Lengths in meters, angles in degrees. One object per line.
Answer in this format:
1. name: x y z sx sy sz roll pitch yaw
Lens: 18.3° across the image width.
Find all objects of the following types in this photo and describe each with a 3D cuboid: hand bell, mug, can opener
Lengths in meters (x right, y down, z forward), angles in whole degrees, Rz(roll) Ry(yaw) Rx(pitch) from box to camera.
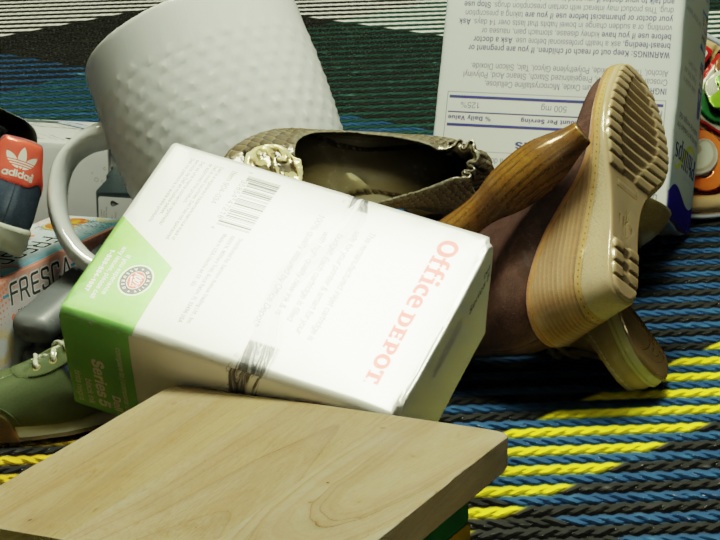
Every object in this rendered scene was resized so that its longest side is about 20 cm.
1. hand bell: 0.055 -0.021 1.342 0.200 0.104 0.104 -36 12 12
2. mug: -0.105 -0.064 1.439 0.200 0.176 0.148 -21 -17 -2
3. can opener: -0.144 0.005 1.471 0.067 0.053 0.200 9 34 30

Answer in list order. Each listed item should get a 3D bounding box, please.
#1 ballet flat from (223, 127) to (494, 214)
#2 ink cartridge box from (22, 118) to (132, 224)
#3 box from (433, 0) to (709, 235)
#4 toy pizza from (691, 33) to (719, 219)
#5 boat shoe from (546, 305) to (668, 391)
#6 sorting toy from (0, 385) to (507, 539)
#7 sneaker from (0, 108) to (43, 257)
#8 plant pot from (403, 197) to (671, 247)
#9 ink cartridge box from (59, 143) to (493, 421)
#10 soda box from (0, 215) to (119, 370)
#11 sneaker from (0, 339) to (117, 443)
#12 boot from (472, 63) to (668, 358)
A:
1. ballet flat: 0.003 -0.061 1.370 0.200 0.068 0.046 0 -20 -36
2. ink cartridge box: -0.218 -0.063 1.656 0.200 0.086 0.146 -1 12 -41
3. box: 0.159 -0.135 1.684 0.183 0.201 0.105 4 -8 18
4. toy pizza: 0.249 -0.128 1.772 0.200 0.032 0.201 8 55 -11
5. boat shoe: 0.136 0.028 1.421 0.065 0.072 0.200 -38 30 5
6. sorting toy: -0.058 0.129 1.077 0.198 0.070 0.200 6 19 27
7. sneaker: -0.256 -0.069 1.478 0.075 0.085 0.200 18 3 -33
8. plant pot: 0.119 -0.038 1.585 0.199 0.028 0.200 7 -7 1
9. ink cartridge box: -0.044 0.027 1.242 0.200 0.084 0.146 17 49 16
10. soda box: -0.227 0.020 1.468 0.063 0.069 0.200 6 19 28
11. sneaker: -0.148 0.044 1.338 0.200 0.090 0.067 -6 18 -12
12. boot: 0.103 -0.032 1.392 0.166 0.072 0.200 -20 42 36
